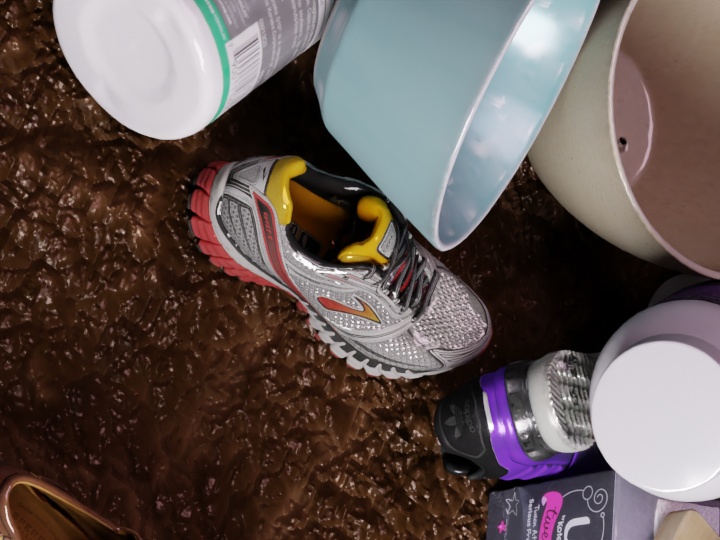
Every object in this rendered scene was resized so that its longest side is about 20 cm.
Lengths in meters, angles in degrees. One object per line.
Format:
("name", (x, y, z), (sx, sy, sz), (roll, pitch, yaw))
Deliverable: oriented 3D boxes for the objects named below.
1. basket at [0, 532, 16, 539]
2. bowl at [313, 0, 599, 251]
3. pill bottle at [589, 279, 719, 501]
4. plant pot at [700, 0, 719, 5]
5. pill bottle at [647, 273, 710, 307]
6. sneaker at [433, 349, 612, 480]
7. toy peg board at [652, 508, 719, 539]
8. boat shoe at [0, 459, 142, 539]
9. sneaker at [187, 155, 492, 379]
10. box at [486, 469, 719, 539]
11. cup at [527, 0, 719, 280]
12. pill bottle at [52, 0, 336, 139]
("basket", (-0.261, 0.166, 1.243), (0.199, 0.142, 0.150), (27, 63, -32))
("bowl", (0.047, -0.123, 1.500), (0.105, 0.201, 0.201), (28, 55, 11))
("pill bottle", (0.190, 0.068, 1.558), (0.200, 0.111, 0.112), (-16, 91, -72))
("plant pot", (0.163, -0.264, 1.703), (0.200, 0.141, 0.142), (56, 51, -29))
("pill bottle", (0.274, 0.032, 1.744), (0.199, 0.110, 0.111), (-7, 85, -41))
("sneaker", (0.096, 0.089, 1.607), (0.200, 0.099, 0.070), (26, 50, -67))
("toy peg board", (0.220, 0.265, 1.506), (0.199, 0.098, 0.200), (48, 55, -23))
("boat shoe", (-0.131, 0.166, 1.402), (0.200, 0.067, 0.072), (42, 56, -25))
("sneaker", (0.000, 0.000, 1.539), (0.199, 0.082, 0.078), (29, 63, -33))
("box", (0.150, 0.229, 1.594), (0.132, 0.114, 0.201), (17, 70, -36))
("cup", (0.178, -0.093, 1.660), (0.199, 0.143, 0.202), (1, 89, -36))
("pill bottle", (-0.062, -0.165, 1.503), (0.200, 0.113, 0.113), (-41, 107, -39))
